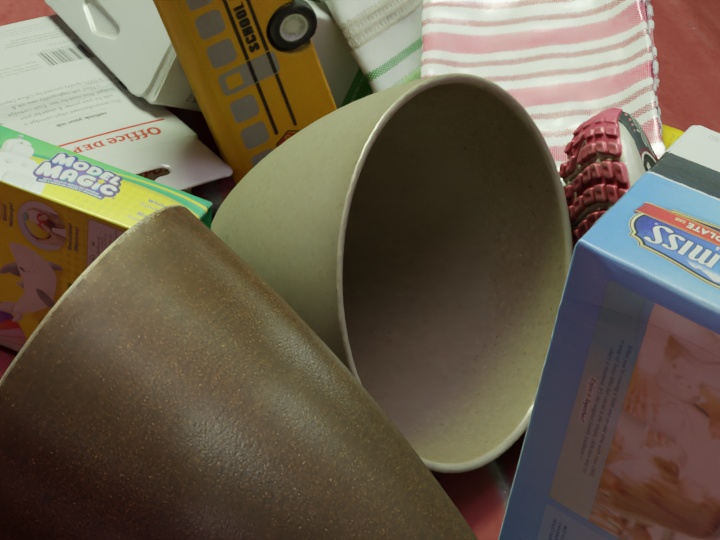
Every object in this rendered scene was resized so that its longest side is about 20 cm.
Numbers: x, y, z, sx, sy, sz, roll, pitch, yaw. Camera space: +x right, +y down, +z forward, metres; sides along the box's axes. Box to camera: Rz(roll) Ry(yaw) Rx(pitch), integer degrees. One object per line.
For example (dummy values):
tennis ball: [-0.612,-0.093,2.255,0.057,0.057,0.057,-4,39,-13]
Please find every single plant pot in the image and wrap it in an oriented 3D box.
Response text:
plant pot: [-0.052,0.103,0.766,0.199,0.188,0.187,33,40,8]

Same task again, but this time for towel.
towel: [0.105,-0.120,1.023,0.145,0.030,0.201,-7,46,11]
towel: [0.050,-0.151,1.119,0.031,0.201,0.149,-20,15,40]

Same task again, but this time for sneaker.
sneaker: [0.173,0.003,0.938,0.074,0.201,0.081,-30,12,-20]

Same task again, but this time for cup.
cup: [0.000,0.000,0.907,0.142,0.202,0.200,2,25,39]

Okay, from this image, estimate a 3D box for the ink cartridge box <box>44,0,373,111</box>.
ink cartridge box: [-0.083,-0.165,1.113,0.199,0.084,0.146,4,31,-48]

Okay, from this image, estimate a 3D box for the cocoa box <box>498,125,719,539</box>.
cocoa box: [0.161,0.064,0.786,0.133,0.201,0.131,27,40,22]

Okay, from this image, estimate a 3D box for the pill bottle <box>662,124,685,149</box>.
pill bottle: [0.171,-0.033,1.033,0.199,0.113,0.112,20,38,12]

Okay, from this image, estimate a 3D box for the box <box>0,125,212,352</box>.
box: [-0.178,-0.012,0.913,0.198,0.118,0.048,19,39,13]

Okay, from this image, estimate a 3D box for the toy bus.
toy bus: [-0.059,-0.115,0.993,0.078,0.201,0.065,-27,43,-6]

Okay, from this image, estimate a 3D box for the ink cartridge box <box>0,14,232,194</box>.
ink cartridge box: [-0.180,-0.071,1.032,0.115,0.068,0.200,-20,46,-36]
